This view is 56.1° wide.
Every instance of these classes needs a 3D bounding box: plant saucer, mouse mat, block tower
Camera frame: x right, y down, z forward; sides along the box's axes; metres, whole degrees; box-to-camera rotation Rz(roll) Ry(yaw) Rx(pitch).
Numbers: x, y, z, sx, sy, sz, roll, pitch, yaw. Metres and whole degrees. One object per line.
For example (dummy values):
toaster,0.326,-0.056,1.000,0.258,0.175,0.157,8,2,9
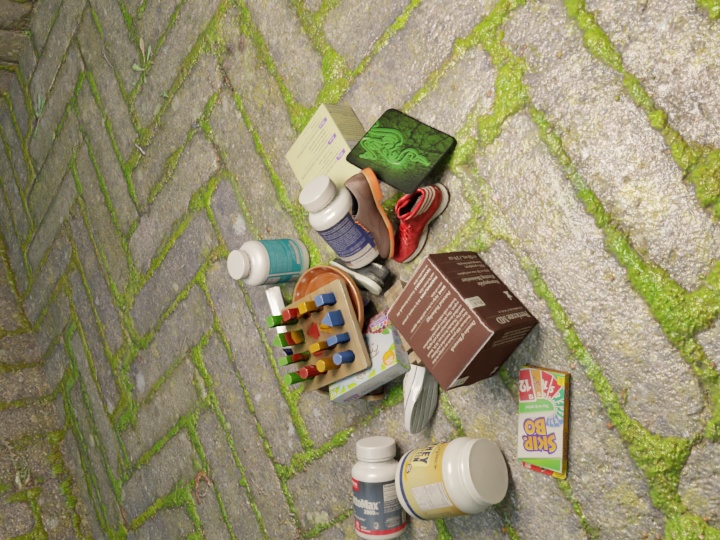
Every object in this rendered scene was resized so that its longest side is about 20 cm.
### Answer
plant saucer,-0.071,0.088,1.531,0.198,0.032,0.204,5,99,36
mouse mat,0.081,-0.252,1.410,0.199,0.008,0.161,33,77,34
block tower,0.110,0.111,1.415,0.054,0.057,0.202,-44,46,28

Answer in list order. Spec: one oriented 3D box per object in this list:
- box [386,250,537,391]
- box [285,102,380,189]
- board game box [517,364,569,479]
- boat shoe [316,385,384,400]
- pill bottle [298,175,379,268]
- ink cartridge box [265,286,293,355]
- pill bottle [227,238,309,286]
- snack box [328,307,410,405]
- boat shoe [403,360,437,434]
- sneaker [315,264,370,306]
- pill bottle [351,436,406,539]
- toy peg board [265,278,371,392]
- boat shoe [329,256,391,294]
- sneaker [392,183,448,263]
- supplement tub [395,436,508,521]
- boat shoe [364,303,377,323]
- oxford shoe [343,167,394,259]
box,0.192,0.091,1.298,0.201,0.164,0.165,50,125,28
box,-0.057,-0.247,1.558,0.176,0.096,0.202,-46,62,36
board game box,0.343,0.285,1.269,0.095,0.030,0.204,5,100,44
boat shoe,-0.026,0.259,1.595,0.197,0.070,0.072,-3,100,36
pill bottle,-0.042,-0.107,1.463,0.110,0.200,0.112,-27,36,22
ink cartridge box,-0.183,0.157,1.677,0.200,0.040,0.203,94,158,-76
pill bottle,-0.230,-0.021,1.675,0.110,0.198,0.113,5,97,43
snack box,0.012,0.194,1.504,0.199,0.053,0.144,-34,47,29
boat shoe,0.126,0.245,1.453,0.066,0.073,0.203,19,94,52
sneaker,-0.062,0.065,1.582,0.199,0.069,0.100,25,77,48
pill bottle,0.039,0.486,1.519,0.118,0.119,0.204,-3,92,44
toy peg board,-0.104,0.150,1.476,0.198,0.097,0.203,-27,77,36
boat shoe,0.000,0.000,1.552,0.061,0.076,0.199,-51,39,-10
sneaker,0.093,-0.098,1.411,0.078,0.115,0.202,45,123,31
supplement tub,0.182,0.417,1.355,0.199,0.143,0.147,-28,75,42
boat shoe,-0.041,0.126,1.604,0.198,0.076,0.075,-9,120,36
oxford shoe,0.017,-0.109,1.413,0.071,0.072,0.203,36,148,65
